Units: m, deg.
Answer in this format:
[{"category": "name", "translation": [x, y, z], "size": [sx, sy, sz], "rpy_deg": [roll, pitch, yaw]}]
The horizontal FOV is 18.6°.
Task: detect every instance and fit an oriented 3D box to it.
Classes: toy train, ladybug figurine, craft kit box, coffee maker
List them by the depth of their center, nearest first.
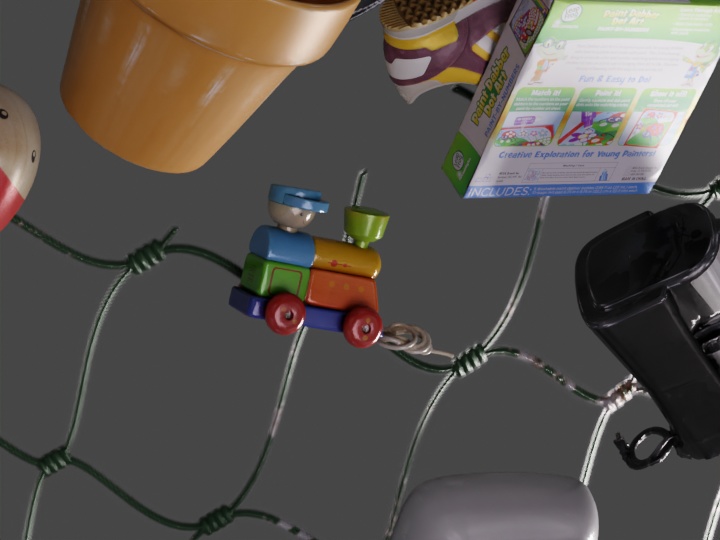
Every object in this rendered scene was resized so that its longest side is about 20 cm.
[{"category": "ladybug figurine", "translation": [-0.323, -0.056, 1.634], "size": [0.200, 0.072, 0.136], "rpy_deg": [-39, 123, 0]}, {"category": "craft kit box", "translation": [0.187, -0.147, 1.766], "size": [0.199, 0.049, 0.198], "rpy_deg": [-2, 135, -33]}, {"category": "toy train", "translation": [0.000, 0.000, 1.796], "size": [0.199, 0.085, 0.116], "rpy_deg": [10, 97, -26]}, {"category": "coffee maker", "translation": [0.268, 0.064, 1.899], "size": [0.192, 0.135, 0.200], "rpy_deg": [-41, 122, 2]}]

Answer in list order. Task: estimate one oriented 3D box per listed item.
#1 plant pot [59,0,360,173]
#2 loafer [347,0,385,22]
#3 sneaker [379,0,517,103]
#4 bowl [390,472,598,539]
[{"category": "plant pot", "translation": [-0.125, -0.179, 1.598], "size": [0.199, 0.201, 0.184], "rpy_deg": [16, 123, -28]}, {"category": "loafer", "translation": [0.034, -0.258, 1.683], "size": [0.200, 0.070, 0.068], "rpy_deg": [-42, 122, 1]}, {"category": "sneaker", "translation": [0.111, -0.198, 1.751], "size": [0.199, 0.075, 0.090], "rpy_deg": [-17, 131, -9]}, {"category": "bowl", "translation": [0.122, 0.285, 1.983], "size": [0.199, 0.075, 0.201], "rpy_deg": [2, 113, -22]}]
